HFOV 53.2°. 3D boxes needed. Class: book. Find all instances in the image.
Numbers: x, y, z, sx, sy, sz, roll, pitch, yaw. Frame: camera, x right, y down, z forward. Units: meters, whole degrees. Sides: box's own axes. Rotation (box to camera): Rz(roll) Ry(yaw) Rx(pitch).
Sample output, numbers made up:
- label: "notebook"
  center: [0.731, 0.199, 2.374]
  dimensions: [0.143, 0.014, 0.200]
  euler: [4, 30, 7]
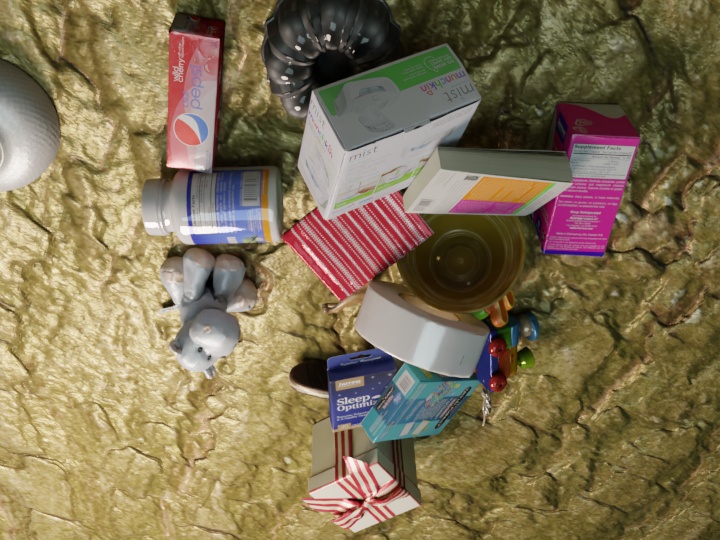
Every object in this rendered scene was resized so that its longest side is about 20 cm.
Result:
- label: "book"
  center: [0.173, -0.116, 0.999]
  dimensions: [0.196, 0.049, 0.134]
  euler: [0, 158, -19]

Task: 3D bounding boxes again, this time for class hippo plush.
- label: "hippo plush"
  center: [-0.269, 0.074, 1.164]
  dimensions: [0.198, 0.162, 0.159]
  euler: [-31, 124, 21]

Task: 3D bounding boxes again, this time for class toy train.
- label: "toy train"
  center: [0.263, 0.175, 1.290]
  dimensions: [0.114, 0.085, 0.204]
  euler: [-15, 116, -19]

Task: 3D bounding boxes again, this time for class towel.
- label: "towel"
  center: [-0.007, -0.054, 1.081]
  dimensions: [0.199, 0.023, 0.145]
  euler: [-35, 108, 24]

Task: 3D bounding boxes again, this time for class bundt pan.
- label: "bundt pan"
  center: [-0.038, -0.274, 0.957]
  dimensions: [0.197, 0.076, 0.205]
  euler: [-1, 129, -1]

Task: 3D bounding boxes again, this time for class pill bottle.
- label: "pill bottle"
  center: [-0.216, -0.096, 1.066]
  dimensions: [0.195, 0.113, 0.114]
  euler: [-2, 129, 0]

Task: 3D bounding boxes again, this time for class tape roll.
- label: "tape roll"
  center: [0.094, 0.086, 1.092]
  dimensions: [0.199, 0.203, 0.072]
  euler: [19, 99, -16]

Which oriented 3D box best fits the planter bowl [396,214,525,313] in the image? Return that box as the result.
- label: "planter bowl"
  center: [0.156, -0.025, 1.124]
  dimensions: [0.196, 0.205, 0.084]
  euler: [-11, 165, 7]

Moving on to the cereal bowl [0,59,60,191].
- label: "cereal bowl"
  center: [-0.530, -0.192, 1.000]
  dimensions: [0.195, 0.084, 0.203]
  euler: [0, 129, -1]

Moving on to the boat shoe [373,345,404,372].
- label: "boat shoe"
  center: [0.067, 0.144, 1.291]
  dimensions: [0.074, 0.062, 0.200]
  euler: [-32, 131, 11]

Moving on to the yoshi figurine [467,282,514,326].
- label: "yoshi figurine"
  center: [0.162, 0.086, 1.223]
  dimensions: [0.197, 0.114, 0.112]
  euler: [-15, 150, 30]

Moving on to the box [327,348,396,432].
- label: "box"
  center: [0.002, 0.215, 1.278]
  dimensions: [0.119, 0.033, 0.202]
  euler: [-10, 137, -8]

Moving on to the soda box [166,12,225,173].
- label: "soda box"
  center: [-0.226, -0.239, 0.986]
  dimensions: [0.068, 0.064, 0.203]
  euler: [7, 128, -7]

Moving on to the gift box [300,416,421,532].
- label: "gift box"
  center: [-0.006, 0.382, 1.398]
  dimensions: [0.183, 0.189, 0.200]
  euler: [-33, 124, 22]

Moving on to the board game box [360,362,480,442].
- label: "board game box"
  center: [0.113, 0.236, 1.306]
  dimensions: [0.198, 0.047, 0.152]
  euler: [8, 124, -48]

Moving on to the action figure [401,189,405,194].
- label: "action figure"
  center: [0.021, -0.099, 1.098]
  dimensions: [0.196, 0.067, 0.052]
  euler: [-13, 150, 18]

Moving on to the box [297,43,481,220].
- label: "box"
  center: [0.032, -0.174, 0.930]
  dimensions: [0.197, 0.098, 0.177]
  euler: [-24, 163, -19]

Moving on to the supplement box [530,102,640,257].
- label: "supplement box"
  center: [0.326, -0.132, 1.062]
  dimensions: [0.101, 0.102, 0.203]
  euler: [3, 127, -3]

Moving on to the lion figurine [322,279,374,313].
- label: "lion figurine"
  center: [0.000, 0.000, 1.186]
  dimensions: [0.120, 0.074, 0.202]
  euler: [-2, 143, -13]

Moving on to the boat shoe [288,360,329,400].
- label: "boat shoe"
  center: [-0.038, 0.224, 1.348]
  dimensions: [0.198, 0.076, 0.076]
  euler: [8, 134, -9]
